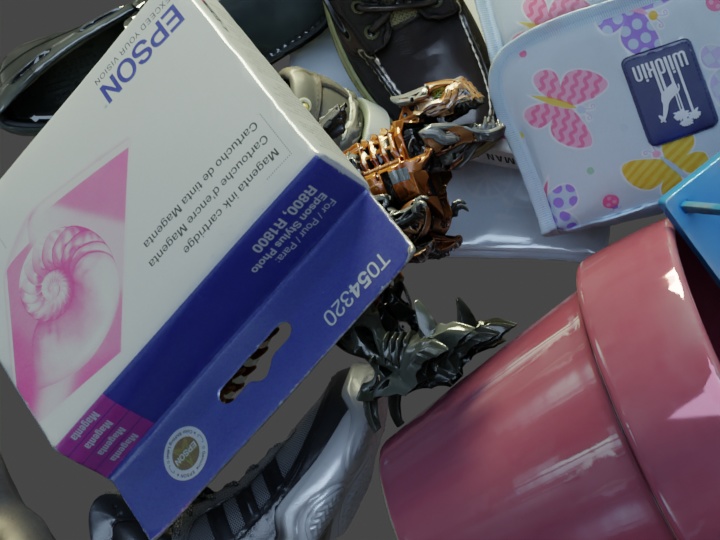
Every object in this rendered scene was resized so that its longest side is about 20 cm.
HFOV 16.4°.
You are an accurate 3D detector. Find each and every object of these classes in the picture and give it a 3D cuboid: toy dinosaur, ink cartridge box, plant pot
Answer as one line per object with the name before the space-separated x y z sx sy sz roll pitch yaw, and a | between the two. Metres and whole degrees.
toy dinosaur | 0.000 0.000 1.215 0.136 0.102 0.200 48 125 11
ink cartridge box | -0.096 -0.009 1.205 0.196 0.043 0.200 -48 53 13
plant pot | 0.116 0.100 1.198 0.179 0.200 0.200 -26 69 14

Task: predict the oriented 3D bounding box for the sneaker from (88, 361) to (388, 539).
sneaker | -0.070 0.120 1.265 0.114 0.075 0.200 26 79 13

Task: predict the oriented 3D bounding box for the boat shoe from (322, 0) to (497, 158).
boat shoe | 0.009 -0.146 1.283 0.073 0.065 0.200 -32 83 0

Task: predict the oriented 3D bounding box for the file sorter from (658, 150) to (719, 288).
file sorter | 0.258 0.009 1.117 0.139 0.123 0.200 -38 98 -4

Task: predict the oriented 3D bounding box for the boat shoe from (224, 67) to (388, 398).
boat shoe | -0.063 -0.009 1.277 0.060 0.072 0.202 29 96 -27

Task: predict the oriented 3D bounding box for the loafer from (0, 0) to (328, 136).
loafer | -0.104 -0.116 1.340 0.200 0.070 0.068 -19 111 9

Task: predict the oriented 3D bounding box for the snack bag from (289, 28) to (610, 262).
snack bag | 0.052 -0.094 1.351 0.188 0.021 0.201 0 71 9

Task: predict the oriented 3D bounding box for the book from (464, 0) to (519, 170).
book | 0.123 -0.112 1.312 0.200 0.048 0.134 13 75 14

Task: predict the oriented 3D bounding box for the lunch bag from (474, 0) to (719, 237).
lunch bag | 0.144 -0.130 1.227 0.169 0.127 0.201 -15 76 13

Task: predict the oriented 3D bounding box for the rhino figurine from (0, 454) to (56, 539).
rhino figurine | -0.207 0.128 1.281 0.088 0.060 0.200 -53 50 16
